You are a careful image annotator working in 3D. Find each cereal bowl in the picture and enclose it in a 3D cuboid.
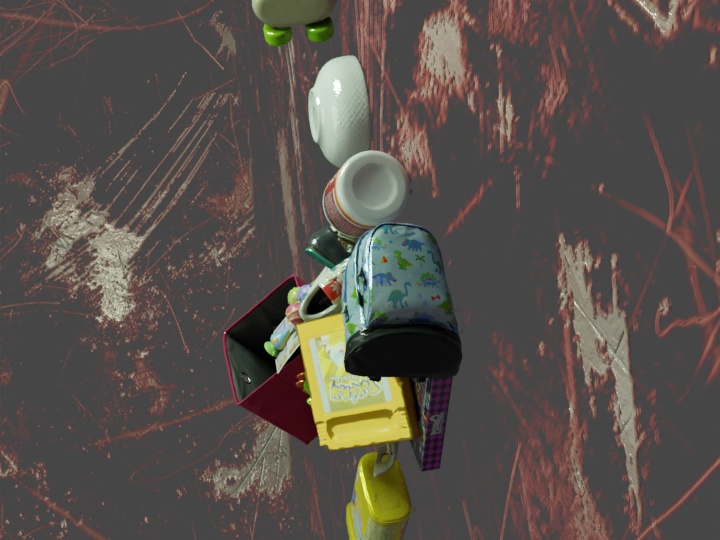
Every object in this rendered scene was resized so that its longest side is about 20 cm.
[{"bbox_3d":[-0.044,-0.278,1.687,0.200,0.083,0.202,172,90,-78],"label":"cereal bowl"}]

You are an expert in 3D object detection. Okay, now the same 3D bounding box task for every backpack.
[{"bbox_3d":[0.050,0.033,1.280,0.201,0.162,0.155,-101,19,-51],"label":"backpack"}]

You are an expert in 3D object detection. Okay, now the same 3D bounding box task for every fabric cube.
[{"bbox_3d":[-0.115,0.171,1.800,0.199,0.200,0.197,38,-159,-39],"label":"fabric cube"}]

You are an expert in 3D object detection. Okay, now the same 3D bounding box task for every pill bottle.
[{"bbox_3d":[0.002,-0.113,1.481,0.200,0.112,0.114,153,110,-77],"label":"pill bottle"}]

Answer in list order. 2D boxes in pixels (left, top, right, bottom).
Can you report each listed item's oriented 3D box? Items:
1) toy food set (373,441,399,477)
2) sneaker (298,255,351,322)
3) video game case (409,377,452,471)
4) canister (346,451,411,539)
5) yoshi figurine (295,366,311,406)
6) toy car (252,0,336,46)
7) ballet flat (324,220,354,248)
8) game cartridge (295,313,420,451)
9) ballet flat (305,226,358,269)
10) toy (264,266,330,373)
[{"bbox_3d":[0.028,0.220,1.566,0.144,0.060,0.202,-52,-43,-80],"label":"toy food set"},{"bbox_3d":[-0.016,0.020,1.474,0.071,0.199,0.093,54,-165,1],"label":"sneaker"},{"bbox_3d":[0.088,0.163,1.403,0.182,0.036,0.201,-109,17,-50],"label":"video game case"},{"bbox_3d":[0.032,0.438,1.709,0.201,0.086,0.149,99,161,-48],"label":"canister"},{"bbox_3d":[-0.026,0.196,1.554,0.112,0.112,0.200,38,167,33],"label":"yoshi figurine"},{"bbox_3d":[-0.125,-0.558,1.801,0.165,0.156,0.201,82,-175,-52],"label":"toy car"},{"bbox_3d":[-0.036,-0.084,1.799,0.201,0.063,0.069,100,160,-53],"label":"ballet flat"},{"bbox_3d":[-0.007,0.162,1.410,0.175,0.032,0.202,-16,82,35],"label":"game cartridge"},{"bbox_3d":[0.000,0.000,1.561,0.200,0.073,0.073,41,176,-13],"label":"ballet flat"},{"bbox_3d":[-0.108,0.069,1.632,0.200,0.047,0.115,-55,26,26],"label":"toy"}]
